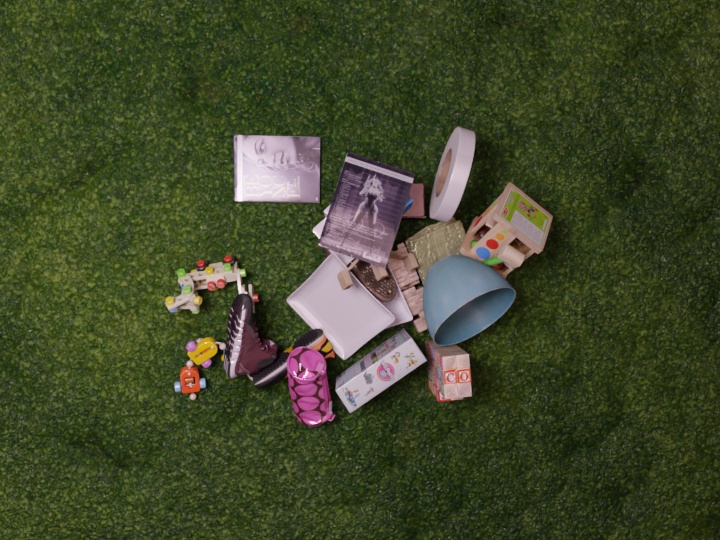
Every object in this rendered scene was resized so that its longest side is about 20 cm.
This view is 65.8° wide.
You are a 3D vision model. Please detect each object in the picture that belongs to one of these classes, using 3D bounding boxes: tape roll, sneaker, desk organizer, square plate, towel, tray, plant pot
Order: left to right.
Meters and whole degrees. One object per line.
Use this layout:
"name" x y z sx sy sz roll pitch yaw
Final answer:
"sneaker" -0.228 0.139 1.209 0.114 0.076 0.203 2 118 -28
"sneaker" -0.148 0.223 1.268 0.199 0.070 0.091 -35 112 -5
"square plate" -0.045 0.083 1.247 0.198 0.028 0.200 46 127 -3
"sneaker" 0.000 0.000 1.253 0.200 0.076 0.070 45 65 10
"tray" 0.045 0.031 1.275 0.107 0.022 0.202 -22 95 41
"desk organizer" 0.045 -0.155 1.263 0.196 0.072 0.078 -1 91 -3
"towel" 0.199 -0.012 1.285 0.147 0.036 0.202 -26 95 -11
"tape roll" 0.196 -0.206 1.204 0.036 0.203 0.206 15 92 -4
"plant pot" 0.211 0.047 1.189 0.198 0.201 0.136 -28 61 -1

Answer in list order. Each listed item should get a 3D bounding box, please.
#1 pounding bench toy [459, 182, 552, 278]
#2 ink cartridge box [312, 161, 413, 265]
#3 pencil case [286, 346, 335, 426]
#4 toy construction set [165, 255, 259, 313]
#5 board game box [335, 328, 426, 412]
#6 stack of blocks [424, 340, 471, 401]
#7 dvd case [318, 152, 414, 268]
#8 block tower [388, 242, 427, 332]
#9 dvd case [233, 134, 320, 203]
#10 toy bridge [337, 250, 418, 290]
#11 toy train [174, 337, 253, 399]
"pounding bench toy" 0.300 -0.053 1.204 0.124 0.156 0.201 36 48 -4
"ink cartridge box" 0.002 -0.118 1.189 0.200 0.068 0.116 -43 86 -4
"pencil case" -0.107 0.258 1.220 0.093 0.202 0.091 22 51 24
"toy construction set" -0.323 0.038 1.228 0.196 0.132 0.093 2 130 -12
"board game box" 0.041 0.219 1.242 0.199 0.148 0.065 -36 93 0
"stack of blocks" 0.191 0.225 1.224 0.057 0.200 0.117 -6 92 -3
"dvd case" 0.012 -0.124 1.140 0.146 0.016 0.203 18 85 2
"block tower" 0.113 0.039 1.284 0.057 0.054 0.203 -23 93 -2
"dvd case" -0.190 -0.232 1.274 0.196 0.016 0.152 1 93 -3
"toy bridge" 0.036 -0.014 1.197 0.198 0.027 0.068 -15 74 -32
"toy train" -0.330 0.210 1.274 0.197 0.056 0.152 -9 120 -13
